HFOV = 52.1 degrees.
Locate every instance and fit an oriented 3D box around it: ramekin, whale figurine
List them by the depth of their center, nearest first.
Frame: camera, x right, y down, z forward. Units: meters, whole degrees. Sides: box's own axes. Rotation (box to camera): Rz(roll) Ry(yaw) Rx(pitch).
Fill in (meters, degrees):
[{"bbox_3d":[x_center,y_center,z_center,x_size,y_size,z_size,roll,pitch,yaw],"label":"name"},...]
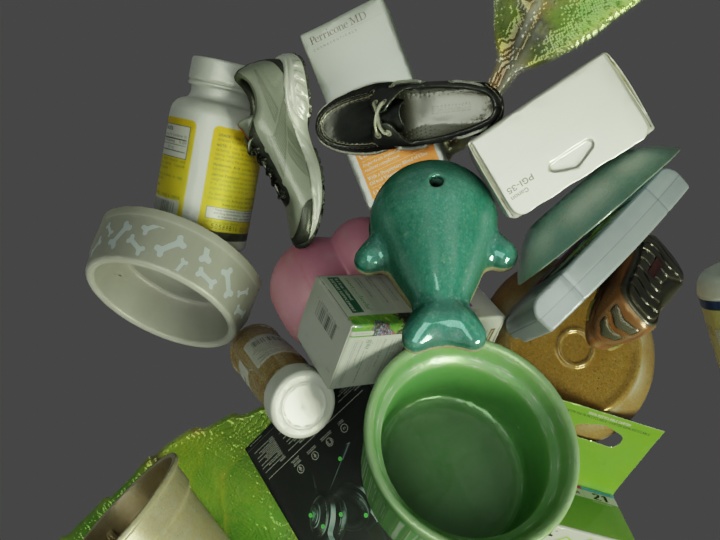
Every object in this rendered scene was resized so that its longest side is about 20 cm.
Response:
[{"bbox_3d":[0.093,0.173,0.687,0.196,0.098,0.203,5,55,-7],"label":"ramekin"},{"bbox_3d":[0.071,-0.021,0.689,0.156,0.203,0.105,0,140,1],"label":"whale figurine"}]

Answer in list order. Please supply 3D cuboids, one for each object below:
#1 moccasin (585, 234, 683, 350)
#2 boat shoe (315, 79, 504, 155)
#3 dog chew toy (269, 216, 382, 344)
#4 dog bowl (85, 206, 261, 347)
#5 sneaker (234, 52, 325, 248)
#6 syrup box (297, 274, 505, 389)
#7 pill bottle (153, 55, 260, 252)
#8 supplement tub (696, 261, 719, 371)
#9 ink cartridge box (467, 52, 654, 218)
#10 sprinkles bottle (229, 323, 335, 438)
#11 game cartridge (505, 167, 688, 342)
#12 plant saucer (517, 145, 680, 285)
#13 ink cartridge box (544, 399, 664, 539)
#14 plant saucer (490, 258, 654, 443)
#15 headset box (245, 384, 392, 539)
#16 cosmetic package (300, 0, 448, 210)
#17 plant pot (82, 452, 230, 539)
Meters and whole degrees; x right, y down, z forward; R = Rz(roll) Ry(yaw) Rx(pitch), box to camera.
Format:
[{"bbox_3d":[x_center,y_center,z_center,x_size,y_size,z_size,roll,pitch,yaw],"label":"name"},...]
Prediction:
[{"bbox_3d":[0.272,0.023,0.737,0.074,0.201,0.078,46,128,0],"label":"moccasin"},{"bbox_3d":[0.045,-0.155,0.742,0.196,0.060,0.075,0,101,11],"label":"boat shoe"},{"bbox_3d":[0.000,0.000,0.814,0.198,0.125,0.126,-30,91,2],"label":"dog chew toy"},{"bbox_3d":[-0.208,0.016,0.808,0.196,0.201,0.059,14,59,8],"label":"dog bowl"},{"bbox_3d":[-0.085,-0.122,0.774,0.078,0.074,0.204,-11,89,-18],"label":"sneaker"},{"bbox_3d":[0.044,0.057,0.751,0.079,0.197,0.082,52,132,41],"label":"syrup box"},{"bbox_3d":[-0.166,-0.129,0.827,0.109,0.111,0.204,13,98,7],"label":"pill bottle"},{"bbox_3d":[0.434,0.082,0.736,0.142,0.144,0.203,-18,93,10],"label":"supplement tub"},{"bbox_3d":[0.186,-0.125,0.725,0.145,0.200,0.084,-32,90,10],"label":"ink cartridge box"},{"bbox_3d":[-0.089,0.112,0.795,0.067,0.200,0.070,-4,101,-21],"label":"sprinkles bottle"},{"bbox_3d":[0.229,-0.014,0.725,0.200,0.133,0.041,-44,87,-10],"label":"game cartridge"},{"bbox_3d":[0.221,-0.064,0.728,0.201,0.201,0.039,-43,83,11],"label":"plant saucer"},{"bbox_3d":[0.222,0.247,0.773,0.145,0.076,0.202,18,117,-16],"label":"ink cartridge box"},{"bbox_3d":[0.226,0.084,0.791,0.196,0.035,0.204,0,79,-2],"label":"plant saucer"},{"bbox_3d":[0.000,0.221,0.808,0.174,0.092,0.201,-45,65,14],"label":"headset box"},{"bbox_3d":[0.020,-0.179,0.812,0.100,0.071,0.203,-23,91,11],"label":"cosmetic package"},{"bbox_3d":[-0.224,0.354,0.860,0.200,0.201,0.184,-42,100,11],"label":"plant pot"}]
